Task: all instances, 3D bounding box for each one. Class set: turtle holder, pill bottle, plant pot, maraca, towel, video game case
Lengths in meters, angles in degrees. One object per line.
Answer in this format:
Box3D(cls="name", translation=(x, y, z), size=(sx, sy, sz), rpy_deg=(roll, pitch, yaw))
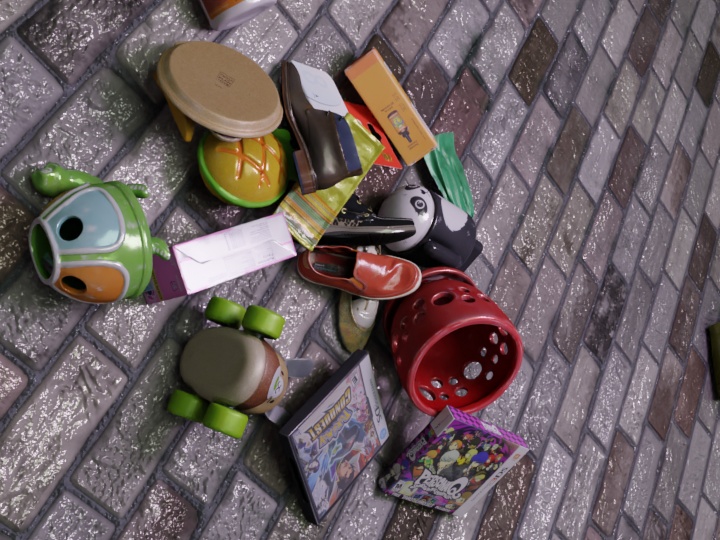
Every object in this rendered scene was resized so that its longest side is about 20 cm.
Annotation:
Box3D(cls="turtle holder", translation=(-0.329, -0.051, 0.990), size=(0.131, 0.140, 0.188), rpy_deg=(-11, 90, -41))
Box3D(cls="pill bottle", translation=(-0.211, -0.471, 1.202), size=(0.112, 0.111, 0.202), rpy_deg=(-35, 105, -41))
Box3D(cls="plant pot", translation=(0.136, 0.106, 1.321), size=(0.199, 0.201, 0.183), rpy_deg=(27, 20, -35))
Box3D(cls="plant pot", translation=(1.010, 0.221, 2.137), size=(0.199, 0.200, 0.195), rpy_deg=(2, 68, -42))
Box3D(cls="maraca", translation=(-0.156, -0.161, 1.194), size=(0.199, 0.107, 0.138), rpy_deg=(-32, 90, -49))
Box3D(cls="towel", translation=(-0.047, -0.133, 1.226), size=(0.086, 0.018, 0.201), rpy_deg=(40, 81, -28))
Box3D(cls="video game case", translation=(-0.033, 0.250, 1.233), size=(0.200, 0.025, 0.183), rpy_deg=(-43, 131, -39))
Box3D(cls="video game case", translation=(0.156, 0.320, 1.347), size=(0.199, 0.182, 0.036), rpy_deg=(28, 21, -36))

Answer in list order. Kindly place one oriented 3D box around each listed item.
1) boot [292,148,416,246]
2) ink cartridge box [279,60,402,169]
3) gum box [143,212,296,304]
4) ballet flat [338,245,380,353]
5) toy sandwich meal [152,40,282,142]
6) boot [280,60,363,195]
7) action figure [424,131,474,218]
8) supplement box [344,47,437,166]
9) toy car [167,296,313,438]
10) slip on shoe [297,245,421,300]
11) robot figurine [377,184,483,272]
Box3D(cls="boot", translation=(-0.013, -0.121, 1.295), size=(0.201, 0.074, 0.156), rpy_deg=(-1, 76, -8))
Box3D(cls="ink cartridge box", translation=(-0.022, -0.250, 1.324), size=(0.198, 0.047, 0.161), rpy_deg=(7, 47, -39))
Box3D(cls="gum box", translation=(-0.194, -0.019, 1.123), size=(0.199, 0.113, 0.067), rpy_deg=(-22, 96, -42))
Box3D(cls="ballet flat", translation=(0.003, 0.031, 1.326), size=(0.070, 0.070, 0.203), rpy_deg=(14, 73, -39))
Box3D(cls="toy sandwich meal", translation=(-0.203, -0.245, 1.139), size=(0.203, 0.070, 0.207), rpy_deg=(20, 43, -20))
Box3D(cls="boot", translation=(-0.060, -0.215, 1.189), size=(0.096, 0.075, 0.203), rpy_deg=(-11, 84, -4))
Box3D(cls="action figure", translation=(0.166, -0.153, 1.519), size=(0.117, 0.054, 0.202), rpy_deg=(-20, 91, -45))
Box3D(cls="supplement box", translation=(0.054, -0.284, 1.414), size=(0.201, 0.066, 0.069), rpy_deg=(55, 12, -13))
Box3D(cls="toy car", translation=(-0.137, 0.153, 1.129), size=(0.199, 0.157, 0.166), rpy_deg=(34, 72, -46))
Box3D(cls="slip on shoe", translation=(0.000, 0.000, 1.269), size=(0.197, 0.061, 0.075), rpy_deg=(10, 73, -7))
Box3D(cls="robot figurine", translation=(0.121, -0.069, 1.411), size=(0.199, 0.150, 0.126), rpy_deg=(26, 76, -33))
